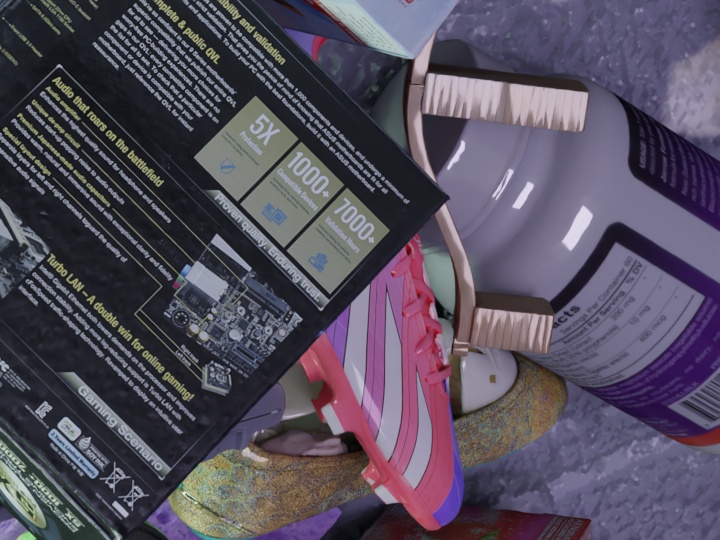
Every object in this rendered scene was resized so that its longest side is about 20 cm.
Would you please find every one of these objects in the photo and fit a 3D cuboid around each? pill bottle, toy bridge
[{"bbox_3d":[0.096,-0.012,0.991,0.200,0.111,0.112,30,92,-28],"label":"pill bottle"},{"bbox_3d":[0.050,-0.064,0.891,0.067,0.027,0.200,7,104,-6],"label":"toy bridge"}]

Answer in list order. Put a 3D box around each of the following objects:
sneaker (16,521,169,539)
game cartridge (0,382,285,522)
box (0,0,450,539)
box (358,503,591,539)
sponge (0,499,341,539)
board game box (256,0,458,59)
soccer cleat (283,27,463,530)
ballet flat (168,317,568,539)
[{"bbox_3d":[-0.075,0.175,0.951,0.077,0.084,0.200,-34,118,-13],"label":"sneaker"},{"bbox_3d":[-0.144,0.039,0.878,0.200,0.133,0.041,-14,124,-35],"label":"game cartridge"},{"bbox_3d":[-0.103,-0.031,0.792,0.200,0.086,0.164,44,70,-4],"label":"box"},{"bbox_3d":[0.025,0.177,0.963,0.095,0.200,0.100,3,109,22],"label":"box"},{"bbox_3d":[-0.111,0.134,0.987,0.200,0.030,0.112,-47,118,-6],"label":"sponge"},{"bbox_3d":[-0.080,-0.159,0.819,0.200,0.199,0.041,42,80,-29],"label":"board game box"},{"bbox_3d":[0.000,0.000,0.895,0.076,0.067,0.200,-28,94,-4],"label":"soccer cleat"},{"bbox_3d":[0.011,0.053,0.975,0.200,0.071,0.071,-17,112,-34],"label":"ballet flat"}]
